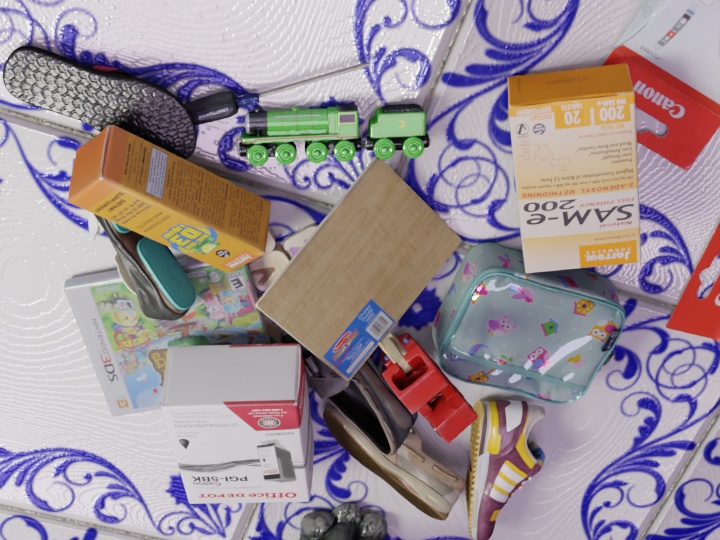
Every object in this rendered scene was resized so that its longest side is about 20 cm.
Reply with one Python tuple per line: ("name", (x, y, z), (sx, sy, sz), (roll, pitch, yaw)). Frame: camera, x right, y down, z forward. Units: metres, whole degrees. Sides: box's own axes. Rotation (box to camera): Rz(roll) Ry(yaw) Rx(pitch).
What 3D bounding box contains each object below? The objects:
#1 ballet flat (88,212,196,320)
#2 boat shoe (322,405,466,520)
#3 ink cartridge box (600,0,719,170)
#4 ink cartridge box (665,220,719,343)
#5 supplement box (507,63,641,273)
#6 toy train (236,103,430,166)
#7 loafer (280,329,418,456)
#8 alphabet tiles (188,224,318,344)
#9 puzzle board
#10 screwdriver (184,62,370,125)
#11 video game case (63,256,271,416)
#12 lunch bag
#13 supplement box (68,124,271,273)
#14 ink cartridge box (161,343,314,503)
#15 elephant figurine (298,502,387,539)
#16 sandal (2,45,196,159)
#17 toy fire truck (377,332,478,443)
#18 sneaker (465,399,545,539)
("ballet flat", (-0.240, -0.035, 1.311), (0.068, 0.068, 0.201), (-17, 100, 37))
("boat shoe", (0.041, 0.213, 1.505), (0.200, 0.072, 0.065), (41, 73, -14))
("ink cartridge box", (0.340, -0.207, 1.297), (0.162, 0.050, 0.200), (26, 111, -19))
("ink cartridge box", (0.475, 0.035, 1.456), (0.199, 0.057, 0.163), (11, 119, -18))
("supplement box", (0.222, -0.102, 1.318), (0.126, 0.074, 0.201), (-6, 123, 8))
("toy train", (-0.027, -0.141, 1.301), (0.199, 0.042, 0.057), (-3, 111, -5))
("loafer", (-0.015, 0.129, 1.413), (0.200, 0.063, 0.072), (42, 140, -22))
("alphabet tiles", (-0.100, 0.039, 1.411), (0.195, 0.015, 0.200), (-28, 120, 10))
("puzzle board", (0.000, 0.000, 1.351), (0.200, 0.017, 0.151), (-51, 124, -5))
("screwdriver", (-0.086, -0.175, 1.276), (0.199, 0.028, 0.029), (-11, 92, 4))
("video game case", (-0.203, 0.072, 1.403), (0.199, 0.022, 0.183), (-10, 122, 5))
("lunch bag", (0.188, 0.067, 1.423), (0.199, 0.077, 0.161), (17, 117, -16))
("supplement box", (-0.186, -0.068, 1.268), (0.200, 0.069, 0.066), (23, 145, -36))
("ink cartridge box", (-0.130, 0.173, 1.405), (0.146, 0.083, 0.200), (-2, 139, 2))
("elephant figurine", (-0.020, 0.383, 1.514), (0.141, 0.200, 0.156), (-5, 121, -4))
("sandal", (-0.251, -0.170, 1.259), (0.199, 0.045, 0.075), (23, 112, -7))
("toy fire truck", (0.058, 0.111, 1.362), (0.049, 0.200, 0.141), (-40, 121, 1))
("sneaker", (0.175, 0.246, 1.529), (0.090, 0.075, 0.201), (1, 121, -1))
